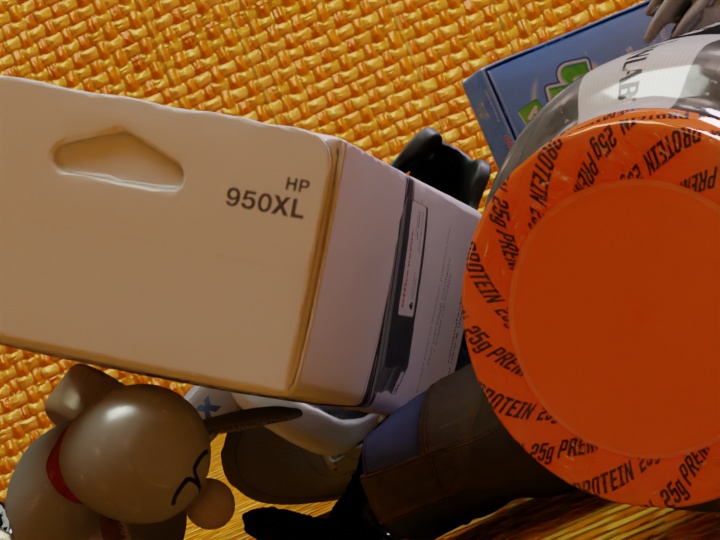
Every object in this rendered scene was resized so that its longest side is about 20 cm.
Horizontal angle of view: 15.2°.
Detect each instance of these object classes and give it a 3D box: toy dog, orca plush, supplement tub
[{"bbox_3d":[-0.073,0.090,0.917,0.132,0.096,0.200,-56,8,4],"label":"toy dog"},{"bbox_3d":[0.019,0.057,1.039,0.105,0.071,0.200,-23,1,42],"label":"orca plush"},{"bbox_3d":[0.107,-0.007,0.735,0.122,0.123,0.200,-23,0,26],"label":"supplement tub"}]

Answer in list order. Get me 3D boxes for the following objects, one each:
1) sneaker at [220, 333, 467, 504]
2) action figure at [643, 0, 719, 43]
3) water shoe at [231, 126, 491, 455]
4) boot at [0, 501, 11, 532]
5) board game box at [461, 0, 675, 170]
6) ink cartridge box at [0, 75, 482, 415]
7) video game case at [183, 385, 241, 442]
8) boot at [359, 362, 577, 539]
[{"bbox_3d":[0.019,0.052,1.183,0.199,0.076,0.092,-24,-3,18],"label":"sneaker"},{"bbox_3d":[0.143,-0.068,0.891,0.069,0.200,0.130,-37,-11,33],"label":"action figure"},{"bbox_3d":[0.000,0.000,1.105,0.079,0.071,0.200,-60,0,29],"label":"water shoe"},{"bbox_3d":[-0.274,0.121,1.257,0.200,0.168,0.077,-30,38,1],"label":"boot"},{"bbox_3d":[0.162,-0.049,1.133,0.199,0.152,0.037,-23,0,-17],"label":"board game box"},{"bbox_3d":[-0.054,-0.004,0.913,0.144,0.085,0.200,10,-3,16],"label":"ink cartridge box"},{"bbox_3d":[-0.104,0.099,1.199,0.182,0.022,0.200,-47,1,-1],"label":"video game case"},{"bbox_3d":[0.054,0.041,0.935,0.097,0.075,0.200,-20,3,8],"label":"boot"}]
